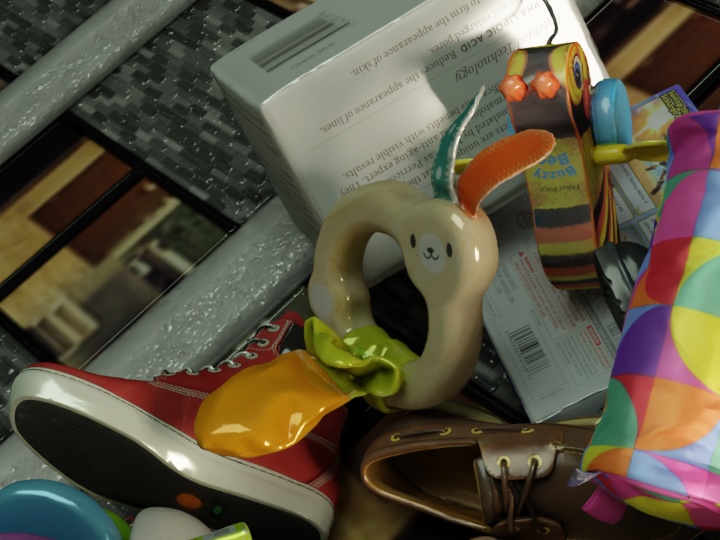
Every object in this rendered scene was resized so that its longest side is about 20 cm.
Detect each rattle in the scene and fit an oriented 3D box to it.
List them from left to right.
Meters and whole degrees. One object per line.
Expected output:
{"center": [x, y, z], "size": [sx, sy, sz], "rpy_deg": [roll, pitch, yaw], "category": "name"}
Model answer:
{"center": [0.000, 0.000, 0.834], "size": [0.141, 0.200, 0.131], "rpy_deg": [0, 60, -27], "category": "rattle"}

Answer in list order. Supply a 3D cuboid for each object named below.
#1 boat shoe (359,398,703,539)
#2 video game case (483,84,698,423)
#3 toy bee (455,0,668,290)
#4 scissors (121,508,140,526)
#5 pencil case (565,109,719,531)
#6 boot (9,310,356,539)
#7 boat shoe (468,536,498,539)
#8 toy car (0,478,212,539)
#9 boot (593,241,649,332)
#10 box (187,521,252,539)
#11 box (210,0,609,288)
{"center": [0.088, 0.116, 0.854], "size": [0.198, 0.073, 0.067], "rpy_deg": [6, 17, 36], "category": "boat shoe"}
{"center": [0.155, -0.004, 0.966], "size": [0.180, 0.046, 0.201], "rpy_deg": [-26, 44, 3], "category": "video game case"}
{"center": [0.100, -0.080, 0.879], "size": [0.130, 0.202, 0.109], "rpy_deg": [-27, 1, 25], "category": "toy bee"}
{"center": [-0.140, 0.146, 0.993], "size": [0.073, 0.014, 0.200], "rpy_deg": [29, 68, 33], "category": "scissors"}
{"center": [0.163, 0.025, 0.774], "size": [0.088, 0.088, 0.202], "rpy_deg": [11, 75, 33], "category": "pencil case"}
{"center": [-0.098, 0.069, 0.948], "size": [0.198, 0.073, 0.145], "rpy_deg": [23, 50, -11], "category": "boot"}
{"center": [0.010, 0.209, 0.818], "size": [0.200, 0.072, 0.075], "rpy_deg": [-43, 46, -16], "category": "boat shoe"}
{"center": [-0.167, 0.200, 0.851], "size": [0.173, 0.151, 0.202], "rpy_deg": [-15, 48, 12], "category": "toy car"}
{"center": [0.242, 0.017, 0.844], "size": [0.199, 0.166, 0.066], "rpy_deg": [-29, -1, 3], "category": "boot"}
{"center": [-0.084, 0.234, 0.755], "size": [0.121, 0.048, 0.202], "rpy_deg": [-16, 87, -6], "category": "box"}
{"center": [0.030, -0.111, 1.019], "size": [0.199, 0.132, 0.199], "rpy_deg": [-31, 19, -5], "category": "box"}
